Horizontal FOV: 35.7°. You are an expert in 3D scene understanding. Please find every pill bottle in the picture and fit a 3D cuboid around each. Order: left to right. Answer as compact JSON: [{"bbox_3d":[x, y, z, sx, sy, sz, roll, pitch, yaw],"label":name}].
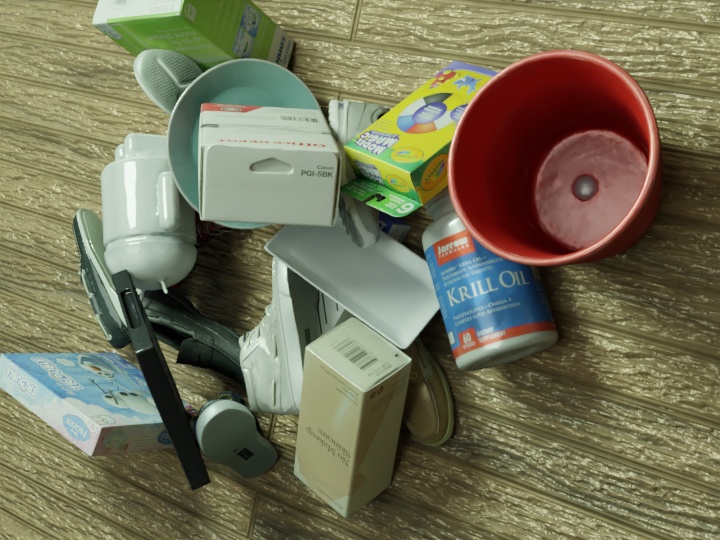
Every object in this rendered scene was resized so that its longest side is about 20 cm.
[{"bbox_3d":[0.128,-0.005,1.177,0.112,0.112,0.202,-24,75,30],"label":"pill bottle"}]

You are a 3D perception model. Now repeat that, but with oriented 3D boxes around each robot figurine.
[{"bbox_3d":[-0.258,-0.063,1.364,0.169,0.112,0.202,153,115,-62],"label":"robot figurine"}]

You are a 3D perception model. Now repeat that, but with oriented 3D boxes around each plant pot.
[{"bbox_3d":[0.204,-0.092,1.080,0.198,0.177,0.203,-3,82,25],"label":"plant pot"}]

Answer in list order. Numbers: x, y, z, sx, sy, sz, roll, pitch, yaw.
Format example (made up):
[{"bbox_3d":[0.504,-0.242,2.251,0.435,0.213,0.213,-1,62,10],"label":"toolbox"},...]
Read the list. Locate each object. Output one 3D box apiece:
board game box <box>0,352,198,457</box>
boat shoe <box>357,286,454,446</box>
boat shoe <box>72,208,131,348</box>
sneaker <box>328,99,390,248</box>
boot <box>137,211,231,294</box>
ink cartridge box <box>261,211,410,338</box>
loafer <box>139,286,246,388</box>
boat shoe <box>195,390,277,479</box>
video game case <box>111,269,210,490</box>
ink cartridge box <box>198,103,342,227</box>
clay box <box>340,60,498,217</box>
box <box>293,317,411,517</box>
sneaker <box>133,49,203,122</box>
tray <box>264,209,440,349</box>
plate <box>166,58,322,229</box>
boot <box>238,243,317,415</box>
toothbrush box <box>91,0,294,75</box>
[{"bbox_3d":[-0.326,0.165,1.419,0.199,0.198,0.044,28,102,31],"label":"board game box"},{"bbox_3d":[0.041,0.104,1.255,0.074,0.066,0.202,-33,70,28],"label":"boat shoe"},{"bbox_3d":[-0.353,0.010,1.520,0.060,0.075,0.201,-35,69,21],"label":"boat shoe"},{"bbox_3d":[0.010,-0.117,1.252,0.081,0.075,0.202,-6,58,0],"label":"sneaker"},{"bbox_3d":[-0.220,-0.029,1.438,0.143,0.072,0.202,7,88,32],"label":"boot"},{"bbox_3d":[-0.031,0.005,1.323,0.094,0.044,0.201,39,108,27],"label":"ink cartridge box"},{"bbox_3d":[-0.202,0.094,1.389,0.200,0.071,0.068,35,146,9],"label":"loafer"},{"bbox_3d":[-0.164,0.179,1.320,0.071,0.201,0.091,-35,62,-7],"label":"boat shoe"},{"bbox_3d":[-0.231,0.124,1.287,0.181,0.025,0.202,-126,18,-56],"label":"video game case"},{"bbox_3d":[-0.104,-0.118,1.213,0.145,0.200,0.084,3,110,-8],"label":"ink cartridge box"},{"bbox_3d":[0.073,-0.141,1.174,0.200,0.048,0.115,-39,39,-21],"label":"clay box"},{"bbox_3d":[-0.011,0.164,1.230,0.095,0.077,0.202,33,134,31],"label":"box"},{"bbox_3d":[-0.201,-0.203,1.361,0.080,0.199,0.071,10,75,50],"label":"sneaker"},{"bbox_3d":[0.000,0.000,1.241,0.199,0.022,0.107,35,63,16],"label":"tray"},{"bbox_3d":[-0.135,-0.151,1.334,0.026,0.198,0.202,-151,74,-67],"label":"plate"},{"bbox_3d":[-0.102,0.069,1.294,0.095,0.073,0.202,-7,87,25],"label":"boot"},{"bbox_3d":[-0.198,-0.288,1.350,0.144,0.200,0.087,4,73,33],"label":"toothbrush box"}]
